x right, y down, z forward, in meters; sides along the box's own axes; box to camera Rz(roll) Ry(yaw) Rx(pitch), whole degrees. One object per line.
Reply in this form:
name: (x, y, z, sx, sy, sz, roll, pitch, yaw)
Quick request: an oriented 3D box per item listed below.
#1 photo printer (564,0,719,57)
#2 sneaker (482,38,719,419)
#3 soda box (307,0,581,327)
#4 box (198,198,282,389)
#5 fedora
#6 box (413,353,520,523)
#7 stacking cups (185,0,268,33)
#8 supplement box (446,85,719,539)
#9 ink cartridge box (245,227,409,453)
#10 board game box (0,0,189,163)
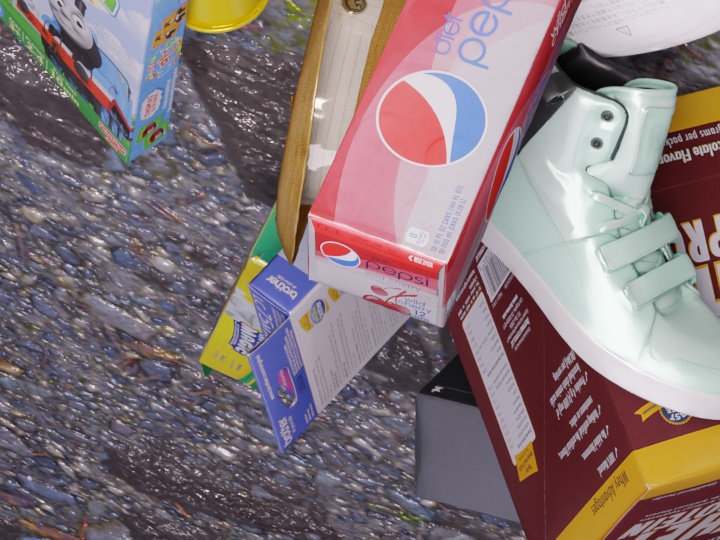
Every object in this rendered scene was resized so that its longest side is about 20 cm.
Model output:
photo printer: (0.098, -0.179, 1.415, 0.200, 0.070, 0.166, 38, 151, -27)
sneaker: (0.135, -0.024, 1.437, 0.200, 0.074, 0.118, 43, 125, 12)
soda box: (0.043, -0.080, 1.337, 0.070, 0.200, 0.063, 19, 154, 10)
box: (-0.046, -0.006, 1.815, 0.048, 0.118, 0.200, 28, 155, -3)
fedora: (0.013, -0.093, 1.513, 0.081, 0.201, 0.201, 13, 154, 2)
box: (0.150, 0.098, 1.794, 0.199, 0.141, 0.079, 13, 116, 24)
stacking cups: (-0.088, -0.208, 1.544, 0.060, 0.061, 0.200, 16, 150, 17)
supplement box: (0.151, 0.041, 1.595, 0.132, 0.201, 0.197, -14, 161, -18)
ink cartridge box: (0.000, 0.000, 1.692, 0.042, 0.200, 0.119, 33, 159, 24)
board game box: (-0.157, -0.165, 1.634, 0.151, 0.037, 0.200, 49, 157, 14)
